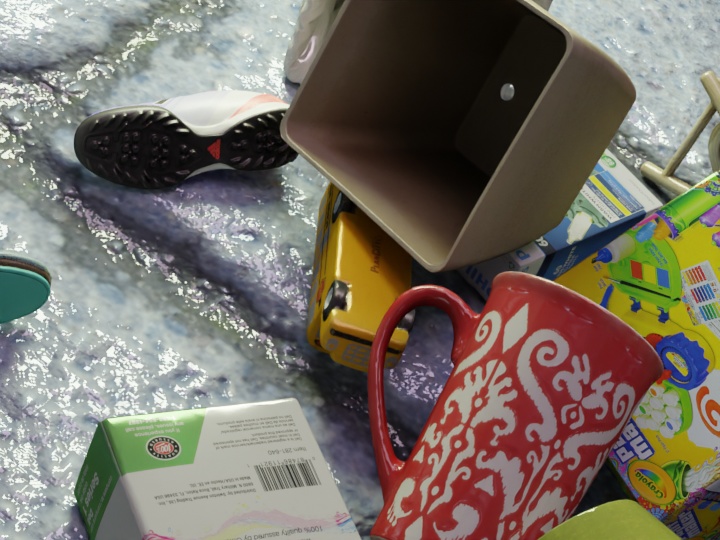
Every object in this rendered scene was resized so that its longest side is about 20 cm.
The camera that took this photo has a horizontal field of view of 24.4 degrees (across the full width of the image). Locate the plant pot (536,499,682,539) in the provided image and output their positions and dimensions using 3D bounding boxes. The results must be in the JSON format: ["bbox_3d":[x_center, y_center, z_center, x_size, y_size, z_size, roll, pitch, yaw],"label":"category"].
[{"bbox_3d":[0.176,0.249,1.005,0.186,0.188,0.201,-9,57,-35],"label":"plant pot"}]

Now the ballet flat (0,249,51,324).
[{"bbox_3d":[-0.306,0.007,1.116,0.199,0.074,0.074,-9,53,-37],"label":"ballet flat"}]

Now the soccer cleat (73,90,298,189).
[{"bbox_3d":[-0.143,-0.111,1.339,0.198,0.069,0.073,-8,28,-30],"label":"soccer cleat"}]

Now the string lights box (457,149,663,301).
[{"bbox_3d":[0.157,-0.045,1.428,0.199,0.059,0.103,-22,60,-42],"label":"string lights box"}]

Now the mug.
[{"bbox_3d":[0.085,0.115,1.134,0.177,0.133,0.201,20,73,37],"label":"mug"}]

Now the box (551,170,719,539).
[{"bbox_3d":[0.250,0.073,1.240,0.192,0.122,0.201,-33,60,2],"label":"box"}]

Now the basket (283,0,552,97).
[{"bbox_3d":[0.053,-0.259,1.490,0.198,0.199,0.162,17,38,-12],"label":"basket"}]

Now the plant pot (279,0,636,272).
[{"bbox_3d":[0.094,-0.129,1.291,0.200,0.201,0.176,42,22,32],"label":"plant pot"}]

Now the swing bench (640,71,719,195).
[{"bbox_3d":[0.412,-0.089,1.563,0.198,0.130,0.200,-18,59,-41],"label":"swing bench"}]

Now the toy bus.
[{"bbox_3d":[0.000,0.000,1.282,0.065,0.079,0.201,18,42,-13],"label":"toy bus"}]

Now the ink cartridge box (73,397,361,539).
[{"bbox_3d":[-0.078,0.188,1.042,0.144,0.084,0.201,-3,49,-31],"label":"ink cartridge box"}]
